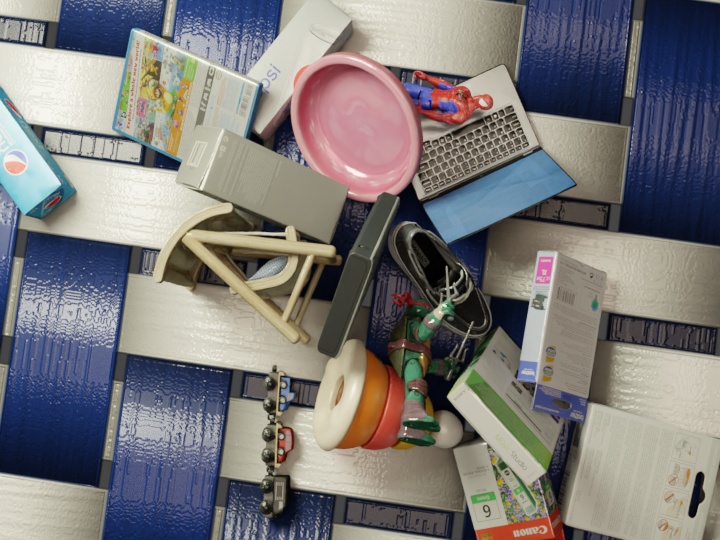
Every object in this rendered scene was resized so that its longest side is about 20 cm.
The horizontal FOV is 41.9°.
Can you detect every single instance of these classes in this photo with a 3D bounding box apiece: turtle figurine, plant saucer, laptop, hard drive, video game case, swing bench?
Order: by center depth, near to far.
[{"bbox_3d":[0.081,0.106,1.170,0.098,0.150,0.204,1,63,17],"label":"turtle figurine"},{"bbox_3d":[0.000,0.000,1.175,0.032,0.201,0.142,21,118,2],"label":"hard drive"},{"bbox_3d":[-0.138,-0.003,1.199,0.197,0.199,0.132,24,87,2],"label":"swing bench"},{"bbox_3d":[0.001,-0.191,1.234,0.200,0.201,0.051,44,46,4],"label":"plant saucer"},{"bbox_3d":[0.153,-0.159,1.242,0.184,0.116,0.204,-23,87,-1],"label":"laptop"},{"bbox_3d":[-0.235,-0.219,1.261,0.197,0.018,0.146,25,114,11],"label":"video game case"}]

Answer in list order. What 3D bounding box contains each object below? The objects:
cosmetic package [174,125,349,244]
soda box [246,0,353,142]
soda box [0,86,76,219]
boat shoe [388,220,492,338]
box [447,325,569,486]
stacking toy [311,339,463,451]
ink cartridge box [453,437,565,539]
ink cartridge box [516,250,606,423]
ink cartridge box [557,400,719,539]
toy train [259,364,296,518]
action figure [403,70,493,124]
[{"bbox_3d":[-0.125,-0.110,1.209,0.197,0.106,0.092,25,86,-29],"label":"cosmetic package"},{"bbox_3d":[-0.095,-0.277,1.279,0.068,0.063,0.201,39,89,4],"label":"soda box"},{"bbox_3d":[-0.480,-0.172,1.283,0.067,0.064,0.201,-37,86,0],"label":"soda box"},{"bbox_3d":[0.115,0.017,1.225,0.072,0.068,0.201,-43,112,-13],"label":"boat shoe"},{"bbox_3d":[0.192,0.164,1.186,0.145,0.200,0.036,47,115,2],"label":"box"},{"bbox_3d":[0.046,0.188,1.240,0.196,0.146,0.149,20,87,-17],"label":"stacking toy"},{"bbox_3d":[0.201,0.317,1.229,0.107,0.050,0.205,-17,85,26],"label":"ink cartridge box"},{"bbox_3d":[0.261,0.087,1.223,0.118,0.041,0.205,18,77,-40],"label":"ink cartridge box"},{"bbox_3d":[0.372,0.278,1.256,0.196,0.047,0.164,15,87,-9],"label":"ink cartridge box"},{"bbox_3d":[-0.111,0.231,1.268,0.045,0.034,0.205,1,87,-2],"label":"toy train"},{"bbox_3d":[0.081,-0.231,1.263,0.195,0.052,0.067,6,60,8],"label":"action figure"}]
